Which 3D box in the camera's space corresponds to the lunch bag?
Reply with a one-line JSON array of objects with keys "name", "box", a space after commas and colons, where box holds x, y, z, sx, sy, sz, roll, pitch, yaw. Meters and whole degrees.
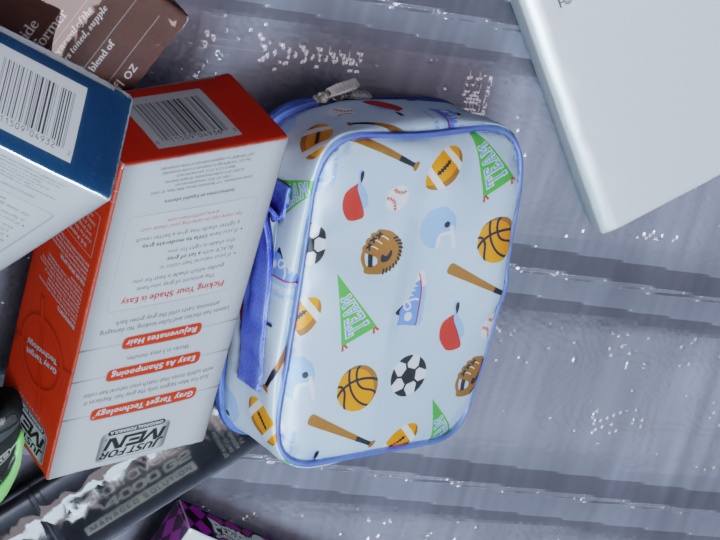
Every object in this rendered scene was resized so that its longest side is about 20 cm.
[{"name": "lunch bag", "box": [0.000, 0.000, 1.360, 0.160, 0.075, 0.201, -6, 112, -37]}]

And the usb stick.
[{"name": "usb stick", "box": [-0.132, 0.114, 1.398, 0.199, 0.033, 0.056, -31, 114, -6]}]

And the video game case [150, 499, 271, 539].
[{"name": "video game case", "box": [-0.079, 0.245, 1.457, 0.181, 0.036, 0.200, 27, 106, -28]}]

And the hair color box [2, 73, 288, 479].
[{"name": "hair color box", "box": [-0.112, 0.004, 1.299, 0.101, 0.061, 0.201, -11, 133, -36]}]

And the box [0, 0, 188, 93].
[{"name": "box", "box": [-0.191, -0.149, 1.247, 0.200, 0.075, 0.100, 35, 97, -27]}]

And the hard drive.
[{"name": "hard drive", "box": [0.155, -0.136, 1.409, 0.131, 0.027, 0.201, -27, 117, -9]}]

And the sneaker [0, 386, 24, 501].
[{"name": "sneaker", "box": [-0.261, 0.058, 1.294, 0.199, 0.077, 0.084, 18, 113, -23]}]

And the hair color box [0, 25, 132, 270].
[{"name": "hair color box", "box": [-0.204, -0.044, 1.221, 0.100, 0.200, 0.061, 27, 56, -27]}]
